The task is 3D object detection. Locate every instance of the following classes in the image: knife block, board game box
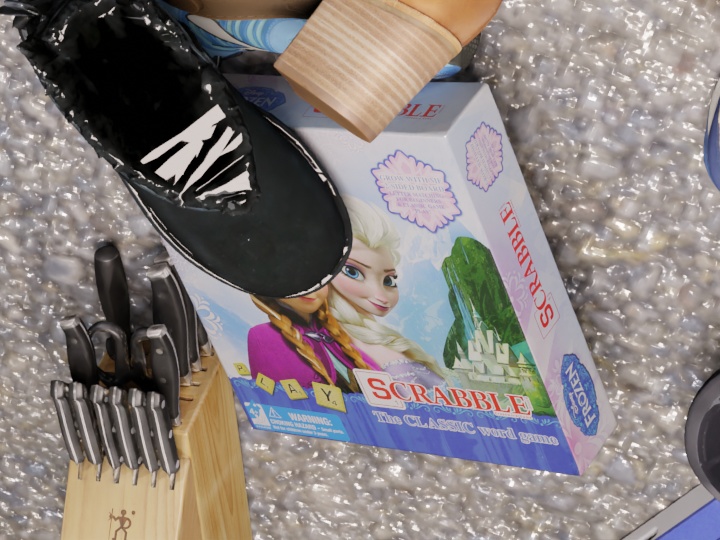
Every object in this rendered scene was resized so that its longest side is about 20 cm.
[{"bbox_3d":[-0.100,0.073,1.378,0.064,0.176,0.200,7,175,15],"label":"knife block"},{"bbox_3d":[0.000,0.000,1.249,0.200,0.041,0.200,5,132,37],"label":"board game box"}]

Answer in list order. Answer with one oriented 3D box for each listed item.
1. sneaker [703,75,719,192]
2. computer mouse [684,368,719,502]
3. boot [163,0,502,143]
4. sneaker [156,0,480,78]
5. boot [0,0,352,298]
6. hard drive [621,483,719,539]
[{"bbox_3d":[0.209,-0.078,1.117,0.075,0.088,0.200,34,133,-13],"label":"sneaker"},{"bbox_3d":[0.226,0.104,1.285,0.138,0.053,0.200,-32,117,21],"label":"computer mouse"},{"bbox_3d":[-0.022,-0.167,1.093,0.200,0.155,0.077,36,176,14],"label":"boot"},{"bbox_3d":[-0.042,-0.129,1.185,0.200,0.078,0.090,20,151,6],"label":"sneaker"},{"bbox_3d":[-0.068,-0.052,1.088,0.073,0.162,0.198,-43,106,-2],"label":"boot"},{"bbox_3d":[0.220,0.194,1.383,0.200,0.025,0.132,37,130,-13],"label":"hard drive"}]
